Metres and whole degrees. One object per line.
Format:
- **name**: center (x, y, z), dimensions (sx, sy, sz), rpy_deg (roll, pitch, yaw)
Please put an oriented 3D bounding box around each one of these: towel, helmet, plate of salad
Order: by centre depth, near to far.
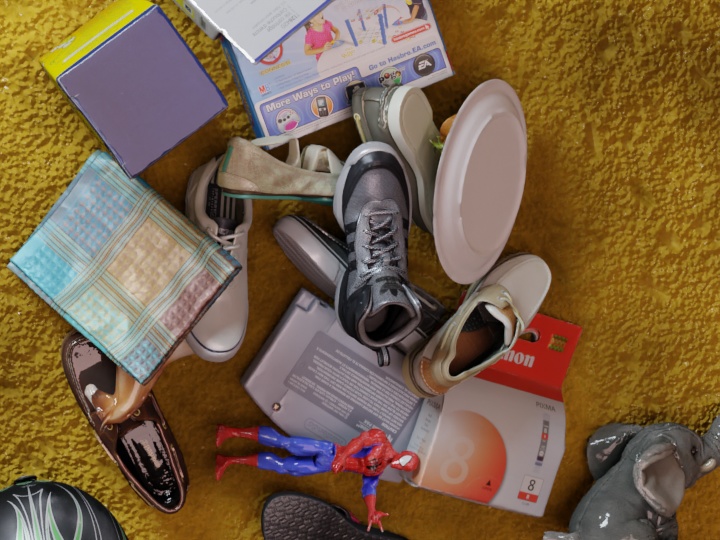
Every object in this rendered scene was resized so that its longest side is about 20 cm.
- **towel**: center (-0.221, -0.006, 1.665), dimensions (0.147, 0.200, 0.022), rpy_deg (-51, 153, 0)
- **helmet**: center (-0.296, 0.300, 1.689), dimensions (0.199, 0.191, 0.201), rpy_deg (-3, 102, -14)
- **plate of salad**: center (0.109, -0.087, 1.748), dimensions (0.048, 0.200, 0.201), rpy_deg (12, 102, 27)

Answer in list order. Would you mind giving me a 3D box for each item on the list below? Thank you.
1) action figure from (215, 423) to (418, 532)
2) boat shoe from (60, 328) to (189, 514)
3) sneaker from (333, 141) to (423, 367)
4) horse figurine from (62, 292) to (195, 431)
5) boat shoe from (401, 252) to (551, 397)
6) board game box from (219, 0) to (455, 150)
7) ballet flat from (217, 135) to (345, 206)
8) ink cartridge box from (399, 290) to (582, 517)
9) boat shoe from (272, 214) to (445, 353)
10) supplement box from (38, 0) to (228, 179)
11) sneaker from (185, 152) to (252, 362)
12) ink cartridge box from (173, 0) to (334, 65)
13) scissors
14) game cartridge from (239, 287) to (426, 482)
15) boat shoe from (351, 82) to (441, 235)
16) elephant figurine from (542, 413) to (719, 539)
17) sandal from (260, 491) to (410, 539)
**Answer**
- **action figure**: center (-0.042, 0.197, 1.754), dimensions (0.199, 0.099, 0.065), rpy_deg (1, 122, -3)
- **boat shoe**: center (-0.223, 0.145, 1.742), dimensions (0.070, 0.070, 0.200), rpy_deg (-32, 106, -3)
- **sneaker**: center (0.021, -0.011, 1.665), dimensions (0.075, 0.114, 0.201), rpy_deg (-3, 114, -14)
- **horse figurine**: center (-0.188, 0.048, 1.712), dimensions (0.200, 0.050, 0.133), rpy_deg (-27, 79, -17)
- **boat shoe**: center (0.129, 0.053, 1.768), dimensions (0.200, 0.068, 0.075), rpy_deg (-45, 106, -28)
- **board game box**: center (-0.037, -0.243, 1.716), dimensions (0.200, 0.056, 0.196), rpy_deg (-22, 106, -9)
- **ballet flat**: center (-0.053, -0.093, 1.700), dimensions (0.200, 0.067, 0.063), rpy_deg (3, 96, -52)
- **ink cartridge box**: center (0.144, 0.138, 1.825), dimensions (0.162, 0.050, 0.201), rpy_deg (17, 95, -29)
- **boat shoe**: center (0.000, 0.000, 1.776), dimensions (0.200, 0.072, 0.071), rpy_deg (41, 78, -23)
- **supplement box**: center (-0.206, -0.168, 1.610), dimensions (0.109, 0.200, 0.109), rpy_deg (-37, 108, -5)
- **sneaker**: center (-0.136, -0.017, 1.681), dimensions (0.073, 0.071, 0.201), rpy_deg (2, 68, -17)
- **ink cartridge box**: center (-0.091, -0.304, 1.634), dimensions (0.198, 0.047, 0.200), rpy_deg (-41, 80, -15)
- **scissors**: center (0.089, 0.064, 1.836), dimensions (0.199, 0.014, 0.073), rpy_deg (-8, 105, -15)
- **game cartridge**: center (-0.015, 0.123, 1.811), dimensions (0.200, 0.040, 0.134), rpy_deg (34, 88, -19)
- **boat shoe**: center (0.045, -0.106, 1.739), dimensions (0.072, 0.060, 0.202), rpy_deg (-64, 149, -28)
- **elephant figurine**: center (0.299, 0.215, 1.880), dimensions (0.141, 0.155, 0.201), rpy_deg (14, 86, 26)
- **sandal**: center (-0.026, 0.274, 1.841), dimensions (0.200, 0.045, 0.075), rpy_deg (26, 100, -33)
